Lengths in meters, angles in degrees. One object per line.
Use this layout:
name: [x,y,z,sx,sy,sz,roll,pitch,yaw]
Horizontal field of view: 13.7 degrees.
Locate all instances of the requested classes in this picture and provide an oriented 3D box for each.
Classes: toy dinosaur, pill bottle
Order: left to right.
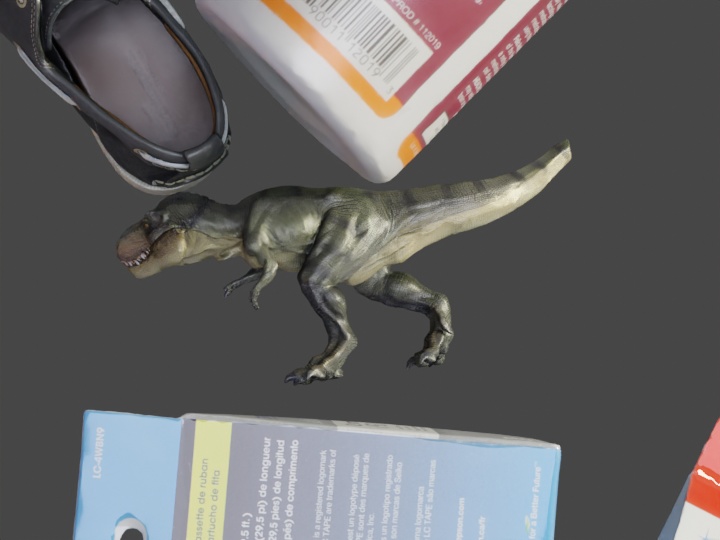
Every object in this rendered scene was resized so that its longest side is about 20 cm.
toy dinosaur: [0.000,0.000,1.267,0.199,0.047,0.089,-8,85,-9]
pill bottle: [0.038,-0.143,1.232,0.114,0.114,0.200,45,86,-4]

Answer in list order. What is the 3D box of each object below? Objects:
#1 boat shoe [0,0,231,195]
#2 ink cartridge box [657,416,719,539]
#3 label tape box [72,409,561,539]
boat shoe: [-0.122,-0.121,1.242,0.072,0.068,0.200,-38,92,-4]
ink cartridge box: [0.200,0.152,1.285,0.160,0.047,0.201,27,90,-5]
label tape box: [-0.022,0.134,1.256,0.199,0.066,0.144,5,90,-3]
